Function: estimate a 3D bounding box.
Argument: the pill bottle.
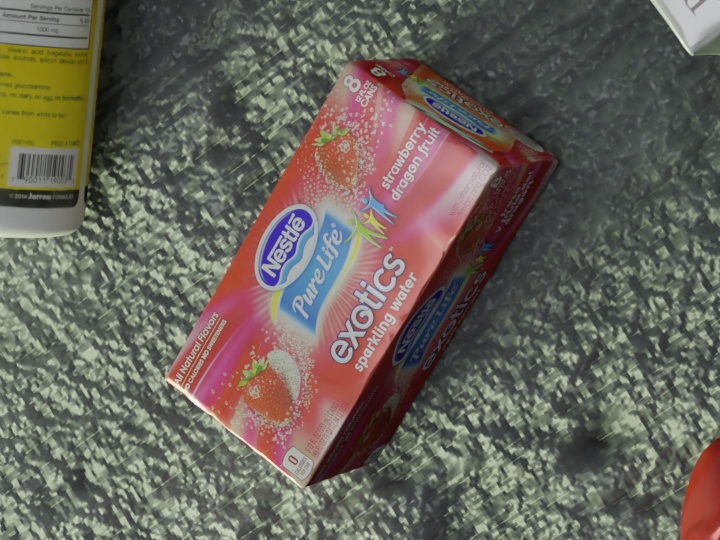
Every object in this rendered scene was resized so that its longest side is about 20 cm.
[{"bbox_3d":[-0.194,-0.124,1.565,0.112,0.112,0.201,9,97,22],"label":"pill bottle"}]

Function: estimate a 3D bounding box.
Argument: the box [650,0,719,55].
[{"bbox_3d":[0.168,-0.213,1.357,0.131,0.200,0.199,-41,79,20],"label":"box"}]

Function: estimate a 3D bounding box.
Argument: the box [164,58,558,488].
[{"bbox_3d":[0.000,0.000,1.503,0.100,0.095,0.200,36,107,17],"label":"box"}]

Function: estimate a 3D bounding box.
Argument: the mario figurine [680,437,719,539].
[{"bbox_3d":[0.241,0.154,1.426,0.123,0.106,0.200,-45,69,7],"label":"mario figurine"}]
